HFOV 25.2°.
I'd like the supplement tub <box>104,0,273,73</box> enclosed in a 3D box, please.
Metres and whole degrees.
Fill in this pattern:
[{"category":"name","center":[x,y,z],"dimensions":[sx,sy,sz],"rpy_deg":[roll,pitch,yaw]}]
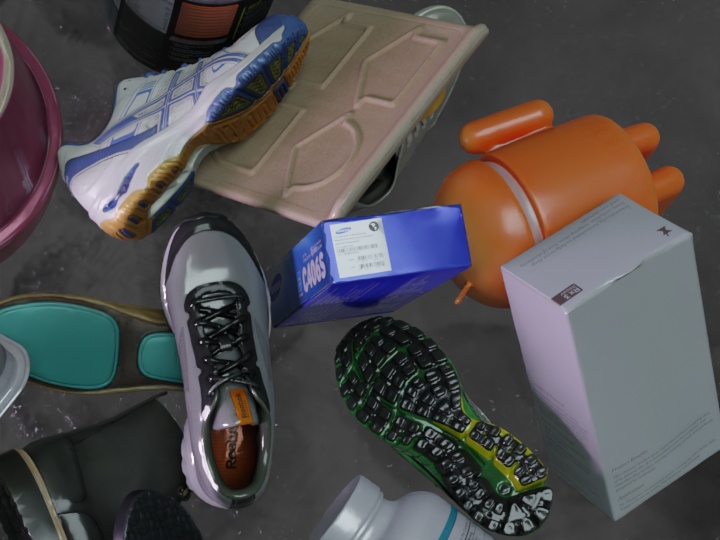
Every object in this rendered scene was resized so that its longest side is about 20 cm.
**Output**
[{"category":"supplement tub","center":[-0.112,-0.222,1.124],"dimensions":[0.122,0.200,0.123],"rpy_deg":[3,75,-13]}]

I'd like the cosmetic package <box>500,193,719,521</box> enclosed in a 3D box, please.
[{"category":"cosmetic package","center":[0.180,0.062,1.131],"dimensions":[0.113,0.081,0.200],"rpy_deg":[-29,125,-19]}]

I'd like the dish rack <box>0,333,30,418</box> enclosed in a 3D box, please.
[{"category":"dish rack","center":[-0.324,0.096,1.028],"dimensions":[0.171,0.044,0.200],"rpy_deg":[21,65,36]}]

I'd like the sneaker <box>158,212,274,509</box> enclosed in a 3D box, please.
[{"category":"sneaker","center":[-0.086,0.061,1.064],"dimensions":[0.074,0.079,0.201],"rpy_deg":[-8,93,-15]}]

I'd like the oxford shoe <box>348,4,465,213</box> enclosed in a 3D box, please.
[{"category":"oxford shoe","center":[0.026,-0.116,1.196],"dimensions":[0.075,0.058,0.200],"rpy_deg":[46,68,-25]}]

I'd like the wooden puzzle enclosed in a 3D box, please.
[{"category":"wooden puzzle","center":[-0.021,-0.109,1.141],"dimensions":[0.185,0.200,0.046],"rpy_deg":[-52,129,-19]}]

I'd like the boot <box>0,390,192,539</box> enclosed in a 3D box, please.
[{"category":"boot","center":[-0.148,0.190,1.087],"dimensions":[0.138,0.077,0.200],"rpy_deg":[-25,92,-29]}]

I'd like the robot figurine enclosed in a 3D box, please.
[{"category":"robot figurine","center":[0.136,-0.044,1.186],"dimensions":[0.200,0.117,0.144],"rpy_deg":[-22,113,-18]}]

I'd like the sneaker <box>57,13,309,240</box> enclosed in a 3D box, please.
[{"category":"sneaker","center":[-0.125,-0.117,1.109],"dimensions":[0.200,0.075,0.088],"rpy_deg":[-45,70,-10]}]

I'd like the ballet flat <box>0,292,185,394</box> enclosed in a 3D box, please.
[{"category":"ballet flat","center":[-0.165,0.053,1.117],"dimensions":[0.199,0.063,0.069],"rpy_deg":[10,97,-15]}]

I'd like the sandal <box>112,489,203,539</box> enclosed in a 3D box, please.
[{"category":"sandal","center":[-0.123,0.222,1.047],"dimensions":[0.075,0.048,0.201],"rpy_deg":[-60,139,-40]}]

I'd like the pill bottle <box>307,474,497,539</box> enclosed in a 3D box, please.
[{"category":"pill bottle","center":[0.059,0.227,1.103],"dimensions":[0.200,0.111,0.111],"rpy_deg":[37,71,-2]}]

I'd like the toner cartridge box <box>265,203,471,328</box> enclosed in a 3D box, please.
[{"category":"toner cartridge box","center":[0.000,0.000,1.095],"dimensions":[0.095,0.200,0.043],"rpy_deg":[-6,81,-15]}]

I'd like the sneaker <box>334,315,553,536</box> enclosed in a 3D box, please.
[{"category":"sneaker","center":[0.055,0.117,1.152],"dimensions":[0.078,0.085,0.200],"rpy_deg":[-39,73,-7]}]

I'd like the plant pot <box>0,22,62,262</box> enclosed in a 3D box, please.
[{"category":"plant pot","center":[-0.295,-0.103,1.063],"dimensions":[0.199,0.179,0.201],"rpy_deg":[3,77,-12]}]
